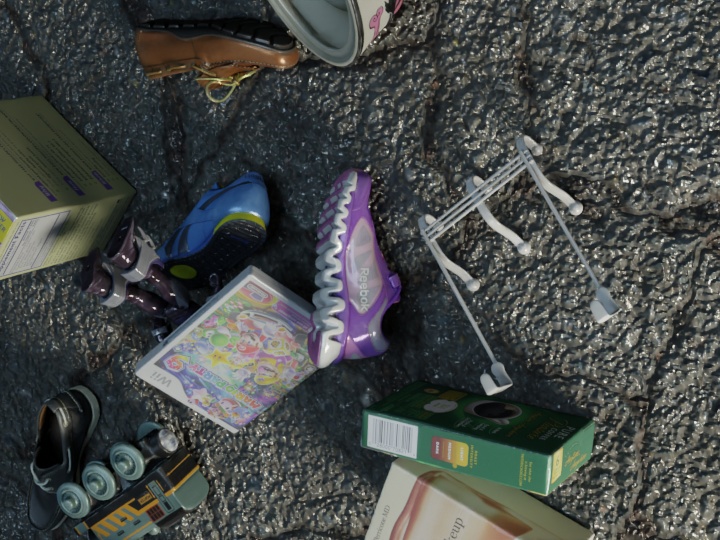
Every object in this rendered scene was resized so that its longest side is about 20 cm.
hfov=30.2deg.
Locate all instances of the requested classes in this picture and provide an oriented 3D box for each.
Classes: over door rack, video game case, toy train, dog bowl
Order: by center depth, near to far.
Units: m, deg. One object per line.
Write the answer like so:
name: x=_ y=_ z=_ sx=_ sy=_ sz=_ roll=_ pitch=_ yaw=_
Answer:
over door rack: x=0.149 y=-0.002 z=1.251 sx=0.147 sy=0.066 sz=0.202 roll=-38 pitch=60 yaw=31
dog bowl: x=-0.036 y=-0.297 z=1.251 sx=0.200 sy=0.073 sz=0.201 roll=48 pitch=161 yaw=21
video game case: x=-0.125 y=0.088 z=1.418 sx=0.143 sy=0.018 sz=0.199 roll=34 pitch=125 yaw=-27
toy train: x=-0.267 y=0.259 z=1.554 sx=0.199 sy=0.085 sz=0.115 roll=-36 pitch=91 yaw=31

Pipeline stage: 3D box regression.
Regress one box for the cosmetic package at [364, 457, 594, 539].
cosmetic package: x=0.116 y=0.265 z=1.323 sx=0.198 sy=0.087 sz=0.105 roll=27 pitch=114 yaw=23

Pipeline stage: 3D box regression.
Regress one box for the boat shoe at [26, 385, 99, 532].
boat shoe: x=-0.377 y=0.234 z=1.619 sx=0.071 sy=0.067 sz=0.202 roll=29 pitch=115 yaw=20

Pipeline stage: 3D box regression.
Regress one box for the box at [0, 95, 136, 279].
box: x=-0.384 y=-0.094 z=1.476 sx=0.176 sy=0.199 sz=0.097 roll=43 pitch=118 yaw=14

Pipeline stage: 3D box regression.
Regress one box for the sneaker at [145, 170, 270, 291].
sneaker: x=-0.164 y=-0.041 z=1.449 sx=0.199 sy=0.065 sz=0.079 roll=-32 pitch=47 yaw=41

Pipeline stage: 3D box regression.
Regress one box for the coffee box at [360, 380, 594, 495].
coffee box: x=0.112 y=0.158 z=1.284 sx=0.198 sy=0.123 sz=0.045 roll=10 pitch=104 yaw=27

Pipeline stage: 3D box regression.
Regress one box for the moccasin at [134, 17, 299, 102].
moccasin: x=-0.151 y=-0.220 z=1.389 sx=0.199 sy=0.074 sz=0.079 roll=4 pitch=112 yaw=27

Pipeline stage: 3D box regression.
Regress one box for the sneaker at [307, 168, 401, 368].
sneaker: x=0.000 y=0.000 z=1.349 sx=0.087 sy=0.080 sz=0.203 roll=6 pitch=85 yaw=-12

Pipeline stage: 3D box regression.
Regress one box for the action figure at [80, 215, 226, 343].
action figure: x=-0.199 y=0.035 z=1.431 sx=0.129 sy=0.070 sz=0.200 roll=-29 pitch=127 yaw=29
